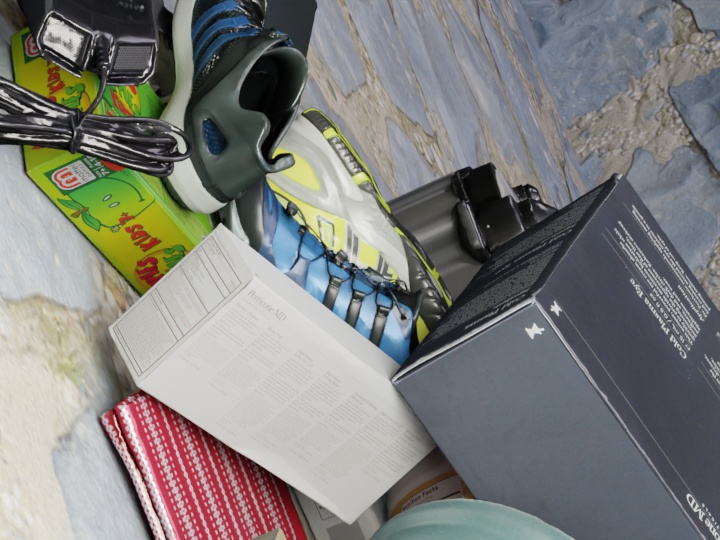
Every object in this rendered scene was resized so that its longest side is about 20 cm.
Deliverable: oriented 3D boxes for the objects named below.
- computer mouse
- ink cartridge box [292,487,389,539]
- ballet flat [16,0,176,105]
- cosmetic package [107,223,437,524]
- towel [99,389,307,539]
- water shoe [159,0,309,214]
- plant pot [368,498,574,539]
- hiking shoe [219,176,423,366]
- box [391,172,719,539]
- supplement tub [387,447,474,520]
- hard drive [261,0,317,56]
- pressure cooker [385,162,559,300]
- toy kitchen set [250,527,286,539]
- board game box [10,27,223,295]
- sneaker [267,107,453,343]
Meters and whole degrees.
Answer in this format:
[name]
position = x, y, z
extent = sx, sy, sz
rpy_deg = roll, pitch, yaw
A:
[computer mouse]
position = -0.165, -0.133, 1.062
extent = 0.140, 0.046, 0.201
rpy_deg = 9, 56, -32
[ink cartridge box]
position = -0.002, 0.122, 1.371
extent = 0.162, 0.050, 0.200
rpy_deg = 66, 14, -4
[ballet flat]
position = -0.137, -0.131, 1.210
extent = 0.200, 0.073, 0.073
rpy_deg = 28, 40, -75
[cosmetic package]
position = -0.038, 0.058, 1.099
extent = 0.200, 0.082, 0.051
rpy_deg = 40, 13, -47
[towel]
position = -0.076, 0.122, 1.111
extent = 0.200, 0.022, 0.145
rpy_deg = -24, 92, -76
[water shoe]
position = -0.062, -0.109, 1.175
extent = 0.072, 0.079, 0.201
rpy_deg = 55, 26, -38
[plant pot]
position = 0.045, 0.240, 1.083
extent = 0.134, 0.200, 0.201
rpy_deg = -38, 106, -49
[hiking shoe]
position = -0.008, 0.018, 1.205
extent = 0.201, 0.086, 0.074
rpy_deg = 58, 14, -19
[box]
position = 0.139, 0.079, 1.158
extent = 0.200, 0.104, 0.182
rpy_deg = 54, 31, -6
[supplement tub]
position = 0.095, 0.178, 1.252
extent = 0.145, 0.144, 0.201
rpy_deg = 47, 27, -57
[hard drive]
position = -0.070, -0.116, 1.364
extent = 0.200, 0.033, 0.140
rpy_deg = -41, 143, -80
[pressure cooker]
position = 0.073, 0.017, 1.509
extent = 0.176, 0.199, 0.179
rpy_deg = -91, 156, -72
[toy kitchen set]
position = 0.000, 0.229, 0.904
extent = 0.201, 0.162, 0.181
rpy_deg = 63, 13, -13
[board game box]
position = -0.121, -0.046, 1.166
extent = 0.200, 0.047, 0.102
rpy_deg = 53, 18, -50
[sneaker]
position = 0.000, 0.000, 1.288
extent = 0.201, 0.076, 0.075
rpy_deg = 57, 6, 2
